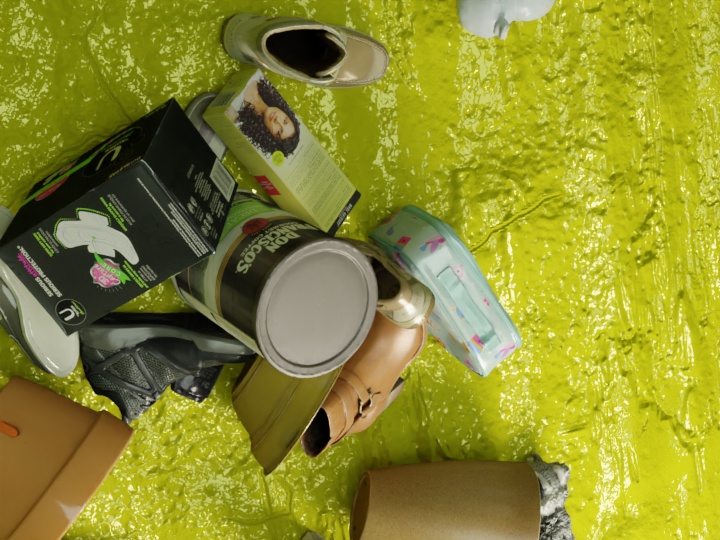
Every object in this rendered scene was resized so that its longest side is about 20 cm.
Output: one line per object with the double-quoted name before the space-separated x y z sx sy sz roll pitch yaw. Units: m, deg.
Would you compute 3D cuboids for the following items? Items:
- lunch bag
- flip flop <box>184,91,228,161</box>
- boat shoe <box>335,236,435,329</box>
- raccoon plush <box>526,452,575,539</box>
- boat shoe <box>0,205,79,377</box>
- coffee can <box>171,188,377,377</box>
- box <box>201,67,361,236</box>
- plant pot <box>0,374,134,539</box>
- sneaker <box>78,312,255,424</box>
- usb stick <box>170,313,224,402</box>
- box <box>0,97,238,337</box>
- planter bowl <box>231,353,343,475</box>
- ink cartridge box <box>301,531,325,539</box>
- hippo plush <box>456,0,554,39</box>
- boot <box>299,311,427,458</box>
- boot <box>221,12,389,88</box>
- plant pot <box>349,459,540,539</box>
"lunch bag" 0.104 0.024 1.698 0.077 0.160 0.201 -40 112 -10
"flip flop" -0.184 -0.100 1.607 0.080 0.057 0.202 23 89 -28
"boat shoe" 0.000 0.000 1.628 0.064 0.199 0.072 36 82 -45
"raccoon plush" 0.249 0.321 1.883 0.200 0.096 0.135 37 70 -53
"boat shoe" -0.366 0.025 1.558 0.072 0.060 0.204 -49 123 -47
"coffee can" -0.095 0.010 1.544 0.145 0.199 0.148 -13 114 -31
"box" -0.085 -0.126 1.629 0.200 0.050 0.076 49 61 -29
"plant pot" -0.354 0.207 1.540 0.140 0.200 0.201 38 85 -8
"sneaker" -0.211 0.108 1.616 0.196 0.076 0.116 0 107 -4
"usb stick" -0.156 0.053 1.667 0.055 0.033 0.202 26 90 -32
"box" -0.247 -0.055 1.500 0.198 0.149 0.125 -28 114 21
"planter bowl" -0.088 0.122 1.635 0.083 0.200 0.202 31 88 -6
"ink cartridge box" -0.004 0.409 1.711 0.146 0.200 0.086 39 87 -24
"hippo plush" 0.157 -0.345 1.644 0.198 0.159 0.163 -19 107 -19
"boot" -0.005 0.111 1.665 0.155 0.076 0.201 -33 151 -43
"boot" -0.038 -0.235 1.588 0.198 0.154 0.073 8 98 -24
"plant pot" 0.093 0.304 1.756 0.197 0.186 0.189 14 96 -11
